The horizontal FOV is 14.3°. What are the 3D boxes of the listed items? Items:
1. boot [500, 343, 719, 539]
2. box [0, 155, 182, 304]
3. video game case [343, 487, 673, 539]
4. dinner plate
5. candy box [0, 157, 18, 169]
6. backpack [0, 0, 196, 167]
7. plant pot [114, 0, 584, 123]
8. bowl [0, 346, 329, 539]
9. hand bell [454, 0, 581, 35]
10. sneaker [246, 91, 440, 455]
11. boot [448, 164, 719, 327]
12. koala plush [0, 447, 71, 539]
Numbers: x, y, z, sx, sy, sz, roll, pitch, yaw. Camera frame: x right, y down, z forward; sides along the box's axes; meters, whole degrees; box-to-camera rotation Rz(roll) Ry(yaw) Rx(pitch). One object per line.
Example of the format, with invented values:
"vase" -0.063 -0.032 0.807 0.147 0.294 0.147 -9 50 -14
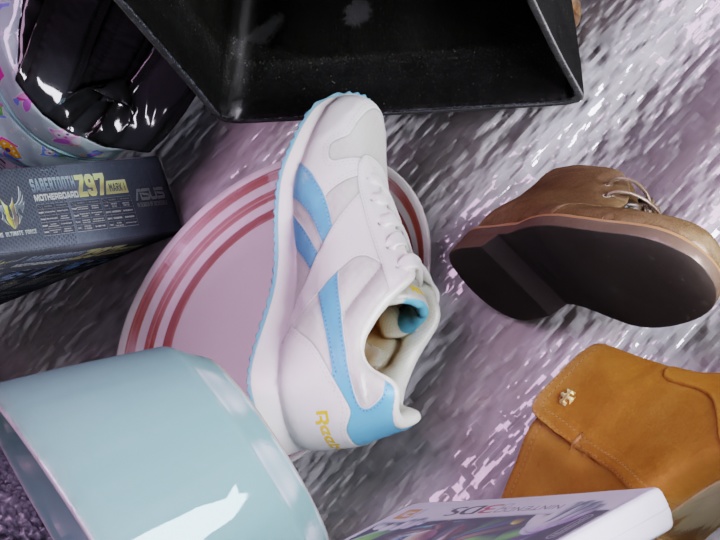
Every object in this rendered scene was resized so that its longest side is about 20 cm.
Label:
"boot" 0.153 0.061 1.290 0.201 0.071 0.144 -52 43 2
"box" -0.213 -0.012 1.555 0.158 0.200 0.051 -20 86 27
"video game case" 0.006 0.142 1.236 0.200 0.023 0.182 -25 8 -35
"dinner plate" -0.044 0.026 1.509 0.200 0.024 0.200 -21 50 27
"candy box" -0.303 -0.069 1.753 0.200 0.072 0.168 -40 43 8
"backpack" -0.147 -0.150 1.640 0.127 0.167 0.200 -24 43 59
"plant pot" 0.001 -0.193 1.442 0.199 0.200 0.178 -2 72 14
"bowl" -0.088 0.116 1.377 0.105 0.201 0.201 -33 41 -11
"hand bell" 0.025 -0.141 1.550 0.200 0.104 0.104 6 63 27
"sneaker" 0.000 0.000 1.432 0.081 0.077 0.200 -6 60 21
"boot" 0.117 -0.020 1.355 0.075 0.074 0.200 -48 21 -17
"koala plush" -0.252 0.119 1.478 0.184 0.200 0.178 -29 45 19
